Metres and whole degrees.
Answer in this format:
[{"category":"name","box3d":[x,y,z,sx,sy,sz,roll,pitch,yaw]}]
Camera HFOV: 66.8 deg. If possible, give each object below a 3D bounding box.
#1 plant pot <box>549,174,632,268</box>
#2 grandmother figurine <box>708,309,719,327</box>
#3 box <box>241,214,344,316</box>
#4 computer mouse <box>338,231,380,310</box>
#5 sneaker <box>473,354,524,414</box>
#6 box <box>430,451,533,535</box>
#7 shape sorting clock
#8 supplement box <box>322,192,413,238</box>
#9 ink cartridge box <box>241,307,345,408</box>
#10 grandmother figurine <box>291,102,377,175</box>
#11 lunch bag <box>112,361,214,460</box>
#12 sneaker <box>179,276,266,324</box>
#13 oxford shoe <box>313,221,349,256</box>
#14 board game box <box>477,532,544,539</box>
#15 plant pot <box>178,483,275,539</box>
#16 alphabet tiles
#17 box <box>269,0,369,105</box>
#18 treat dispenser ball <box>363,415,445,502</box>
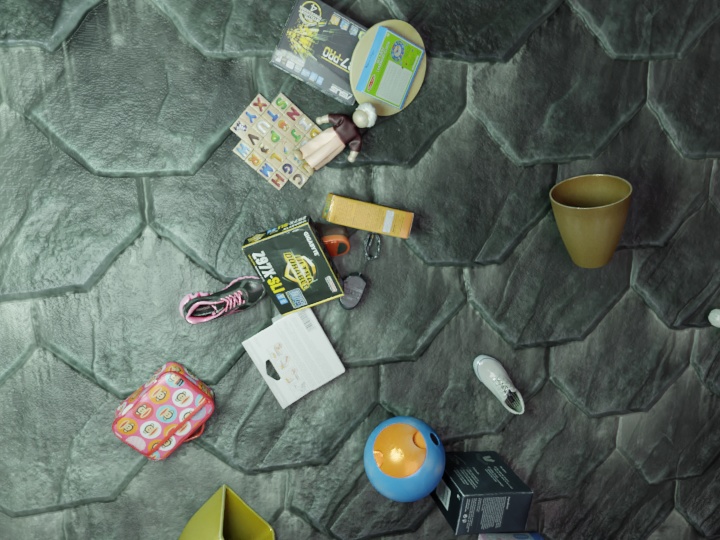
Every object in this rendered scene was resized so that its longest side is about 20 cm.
[{"category":"plant pot","box3d":[0.580,-0.112,1.378,0.186,0.186,0.200,-21,120,-10]},{"category":"grandmother figurine","box3d":[1.113,0.186,1.631,0.200,0.061,0.121,39,63,-16]},{"category":"box","box3d":[-0.145,-0.007,1.212,0.159,0.049,0.200,-18,122,11]},{"category":"computer mouse","box3d":[0.000,0.000,1.313,0.059,0.034,0.200,24,90,-2]},{"category":"sneaker","box3d":[0.378,0.303,1.454,0.073,0.071,0.200,-44,109,-3]},{"category":"box","box3d":[0.305,0.574,1.426,0.200,0.197,0.118,4,101,-16]},{"category":"shape sorting clock","box3d":[0.062,-0.442,1.199,0.200,0.039,0.200,-22,130,-29]},{"category":"supplement box","box3d":[0.017,-0.127,1.268,0.200,0.067,0.069,9,99,-17]},{"category":"ink cartridge box","box3d":[-0.158,0.200,1.301,0.176,0.045,0.200,-30,107,-8]},{"category":"grandmother figurine","box3d":[-0.045,-0.292,1.197,0.200,0.061,0.121,-38,118,9]},{"category":"lunch bag","box3d":[-0.435,0.326,1.239,0.200,0.082,0.176,-44,113,-1]},{"category":"sneaker","box3d":[-0.300,0.073,1.211,0.200,0.095,0.079,-20,104,-12]},{"category":"oxford shoe","box3d":[-0.125,-0.070,1.251,0.200,0.073,0.071,-1,140,-2]},{"category":"board game box","box3d":[0.424,0.870,1.602,0.199,0.043,0.200,7,100,-17]},{"category":"plant pot","box3d":[-0.338,0.678,1.285,0.200,0.194,0.196,-38,109,1]},{"category":"alphabet tiles","box3d":[-0.179,-0.285,1.213,0.200,0.006,0.166,40,89,-19]},{"category":"box","box3d":[-0.074,-0.475,1.178,0.200,0.049,0.161,24,97,-20]},{"category":"treat dispenser ball","box3d":[0.108,0.463,1.348,0.201,0.201,0.201,-3,102,-14]}]
